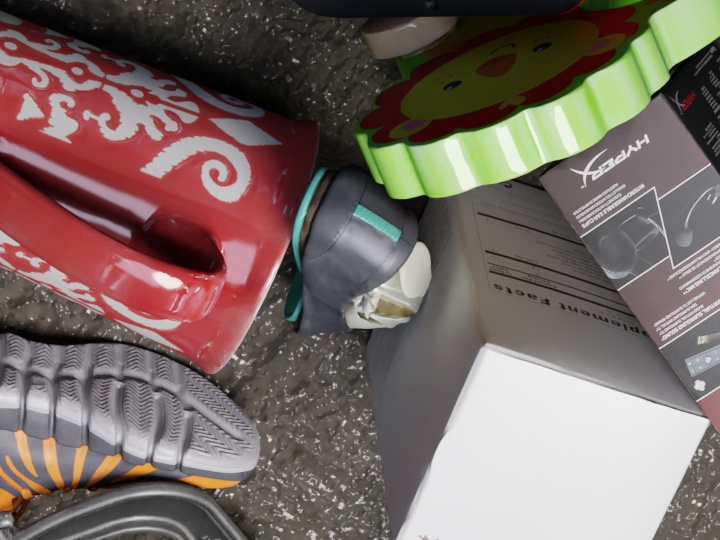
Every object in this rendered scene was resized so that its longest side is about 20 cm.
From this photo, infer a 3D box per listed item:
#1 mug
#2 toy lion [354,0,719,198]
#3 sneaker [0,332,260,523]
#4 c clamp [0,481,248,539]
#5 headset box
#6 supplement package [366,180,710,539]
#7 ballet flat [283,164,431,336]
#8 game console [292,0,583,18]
[{"bbox_3d":[-0.131,-0.052,1.422,0.199,0.177,0.134,24,80,-10],"label":"mug"},{"bbox_3d":[0.089,-0.098,1.376,0.199,0.192,0.069,-25,109,-3],"label":"toy lion"},{"bbox_3d":[-0.157,0.097,1.551,0.199,0.078,0.112,15,124,-7],"label":"sneaker"},{"bbox_3d":[-0.138,0.163,1.568,0.170,0.027,0.200,-26,143,13],"label":"c clamp"},{"bbox_3d":[0.183,0.002,1.410,0.077,0.149,0.200,-33,94,21],"label":"headset box"},{"bbox_3d":[0.083,0.055,1.466,0.119,0.200,0.122,18,115,-12],"label":"supplement package"},{"bbox_3d":[0.000,0.000,1.442,0.073,0.200,0.074,1,78,-3],"label":"ballet flat"},{"bbox_3d":[0.013,-0.197,1.363,0.199,0.031,0.177,3,128,41],"label":"game console"}]
